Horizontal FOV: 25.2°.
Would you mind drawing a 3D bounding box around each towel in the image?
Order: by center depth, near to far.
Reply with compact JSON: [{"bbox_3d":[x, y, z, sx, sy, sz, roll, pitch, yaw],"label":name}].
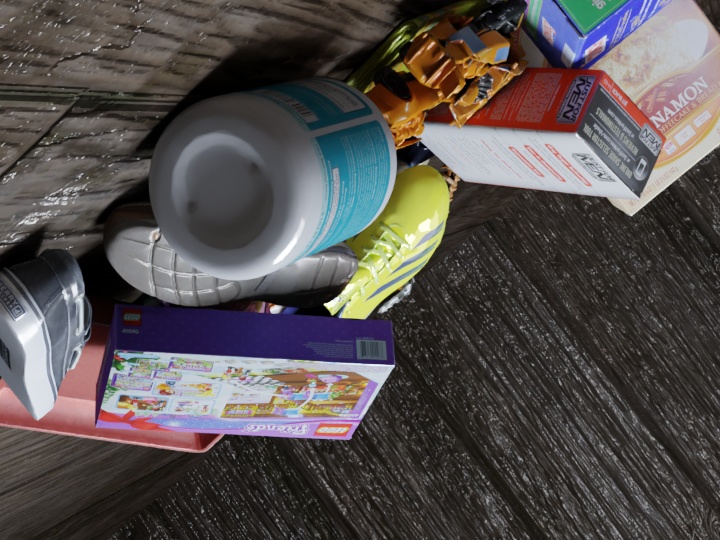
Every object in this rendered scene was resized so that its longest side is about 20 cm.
[{"bbox_3d":[0.061,-0.181,1.264,0.086,0.018,0.200,-42,174,33],"label":"towel"}]

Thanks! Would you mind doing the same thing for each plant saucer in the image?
[{"bbox_3d":[-0.175,0.078,1.238,0.198,0.037,0.200,12,148,-24],"label":"plant saucer"}]

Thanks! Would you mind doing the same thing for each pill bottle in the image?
[{"bbox_3d":[-0.044,-0.064,1.032,0.111,0.111,0.200,-41,173,24],"label":"pill bottle"}]

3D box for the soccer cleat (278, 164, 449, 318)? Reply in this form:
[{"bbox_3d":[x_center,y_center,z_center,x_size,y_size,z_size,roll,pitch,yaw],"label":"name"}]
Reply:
[{"bbox_3d":[0.000,0.001,1.275,0.200,0.065,0.084,-49,173,26],"label":"soccer cleat"}]

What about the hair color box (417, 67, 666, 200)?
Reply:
[{"bbox_3d":[0.138,-0.115,1.311,0.199,0.101,0.062,12,-111,48],"label":"hair color box"}]

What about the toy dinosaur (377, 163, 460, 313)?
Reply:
[{"bbox_3d":[0.017,-0.043,1.479,0.199,0.136,0.102,-38,174,-3],"label":"toy dinosaur"}]

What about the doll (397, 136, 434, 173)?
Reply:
[{"bbox_3d":[0.077,-0.141,1.527,0.136,0.048,0.200,-44,177,-26],"label":"doll"}]

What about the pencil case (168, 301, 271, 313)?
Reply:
[{"bbox_3d":[-0.108,0.015,1.261,0.086,0.084,0.200,4,155,-3],"label":"pencil case"}]

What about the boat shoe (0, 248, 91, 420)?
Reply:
[{"bbox_3d":[-0.207,0.038,1.052,0.068,0.072,0.200,-35,166,-20],"label":"boat shoe"}]

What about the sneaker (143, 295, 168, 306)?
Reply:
[{"bbox_3d":[-0.141,0.044,1.394,0.200,0.088,0.074,-40,174,13],"label":"sneaker"}]

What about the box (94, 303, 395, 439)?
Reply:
[{"bbox_3d":[-0.087,0.076,1.164,0.198,0.039,0.137,4,150,-14],"label":"box"}]

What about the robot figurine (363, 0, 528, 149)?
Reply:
[{"bbox_3d":[0.063,-0.143,1.208,0.145,0.058,0.200,-42,174,27],"label":"robot figurine"}]

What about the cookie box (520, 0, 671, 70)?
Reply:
[{"bbox_3d":[0.218,-0.246,1.230,0.200,0.075,0.171,-39,175,-1],"label":"cookie box"}]

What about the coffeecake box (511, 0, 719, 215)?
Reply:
[{"bbox_3d":[0.226,-0.176,1.383,0.153,0.200,0.073,-39,-171,3],"label":"coffeecake box"}]

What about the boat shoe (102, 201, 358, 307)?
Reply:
[{"bbox_3d":[-0.094,-0.022,1.113,0.199,0.072,0.076,10,135,-41],"label":"boat shoe"}]

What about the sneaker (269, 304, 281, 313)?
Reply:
[{"bbox_3d":[-0.042,0.016,1.434,0.199,0.076,0.092,-38,179,3],"label":"sneaker"}]
